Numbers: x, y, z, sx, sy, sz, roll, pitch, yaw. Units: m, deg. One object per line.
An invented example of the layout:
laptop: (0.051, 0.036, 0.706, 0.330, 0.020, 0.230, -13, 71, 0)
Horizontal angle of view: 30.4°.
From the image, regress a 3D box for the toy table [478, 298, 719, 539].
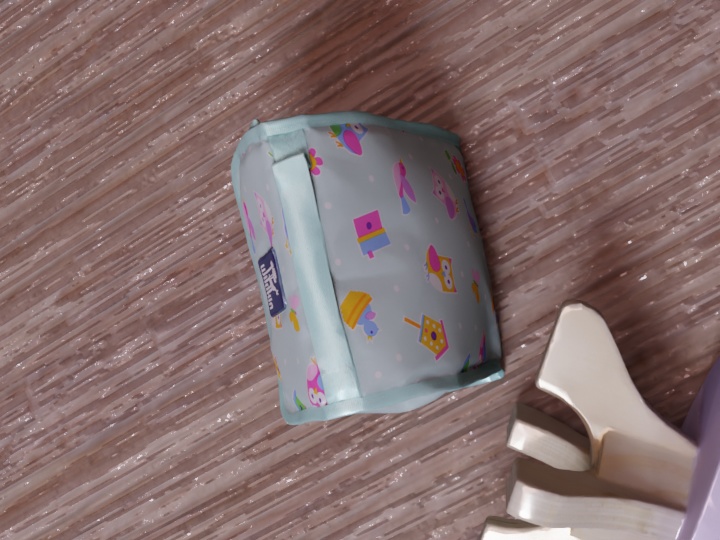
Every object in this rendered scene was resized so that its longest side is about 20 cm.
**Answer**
toy table: (0.139, 0.117, 0.741, 0.117, 0.184, 0.200, 19, 87, 4)

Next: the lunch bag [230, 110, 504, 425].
lunch bag: (0.000, 0.000, 0.771, 0.122, 0.200, 0.171, -14, 85, 20)
